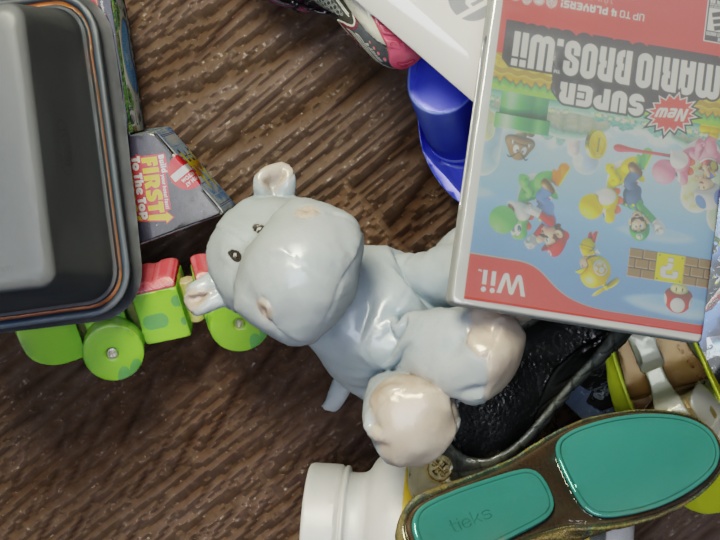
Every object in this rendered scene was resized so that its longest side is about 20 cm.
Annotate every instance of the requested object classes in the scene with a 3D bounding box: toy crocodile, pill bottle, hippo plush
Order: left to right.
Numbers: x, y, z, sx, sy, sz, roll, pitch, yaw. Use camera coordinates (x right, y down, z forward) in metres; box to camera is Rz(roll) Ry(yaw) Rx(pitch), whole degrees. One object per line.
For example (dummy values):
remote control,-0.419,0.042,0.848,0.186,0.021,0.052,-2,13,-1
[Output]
toy crocodile,-0.117,0.019,1.270,0.200,0.068,0.062,-13,114,0
hippo plush,0.000,0.000,1.184,0.161,0.200,0.159,39,88,-20
pill bottle,0.065,0.167,1.262,0.200,0.112,0.112,3,98,5

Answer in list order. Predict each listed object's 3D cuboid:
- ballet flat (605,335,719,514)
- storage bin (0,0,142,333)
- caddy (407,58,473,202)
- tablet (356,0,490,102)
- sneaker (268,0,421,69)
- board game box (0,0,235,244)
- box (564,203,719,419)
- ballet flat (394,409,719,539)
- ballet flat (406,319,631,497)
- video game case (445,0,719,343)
ballet flat,0.177,0.060,1.221,0.067,0.067,0.200,-22,96,6
storage bin,-0.217,-0.064,1.173,0.146,0.134,0.200,-7,89,6
caddy,0.120,-0.121,1.224,0.200,0.105,0.141,-46,74,1
tablet,0.075,-0.169,1.136,0.200,0.014,0.130,40,90,-10
sneaker,-0.023,-0.179,1.215,0.200,0.081,0.075,50,120,37
board game box,-0.185,-0.077,1.277,0.200,0.062,0.200,-6,97,5
box,0.189,0.005,1.266,0.137,0.040,0.200,43,99,-1
ballet flat,0.110,0.131,1.177,0.200,0.071,0.071,-18,96,-15
ballet flat,0.091,0.060,1.181,0.066,0.057,0.200,44,106,14
video game case,0.130,-0.069,1.121,0.143,0.017,0.200,9,85,-9
